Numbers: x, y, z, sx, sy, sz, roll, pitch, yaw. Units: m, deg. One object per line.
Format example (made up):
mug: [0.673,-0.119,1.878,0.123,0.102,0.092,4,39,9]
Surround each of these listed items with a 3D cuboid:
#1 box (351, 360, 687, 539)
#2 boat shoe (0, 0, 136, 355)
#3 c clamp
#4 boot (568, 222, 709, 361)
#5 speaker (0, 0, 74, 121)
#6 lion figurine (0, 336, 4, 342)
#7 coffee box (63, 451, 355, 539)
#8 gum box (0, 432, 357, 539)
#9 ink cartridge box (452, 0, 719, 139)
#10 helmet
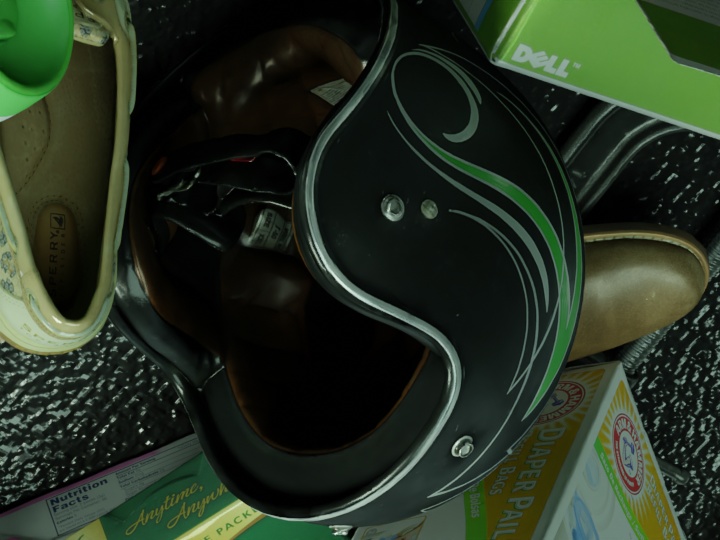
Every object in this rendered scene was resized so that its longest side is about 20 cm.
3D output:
box: [0.065,0.142,1.320,0.101,0.200,0.113,-11,115,25]
boat shoe: [-0.117,-0.070,1.149,0.073,0.063,0.202,-5,85,-18]
c clamp: [0.134,-0.001,1.393,0.170,0.027,0.201,19,118,-26]
boot: [0.066,0.036,1.340,0.199,0.076,0.074,-16,128,1]
speaker: [-0.207,-0.079,1.107,0.199,0.089,0.089,-12,137,29]
lion figurine: [-0.237,0.006,1.185,0.199,0.122,0.073,1,87,-27]
coffee box: [-0.043,0.166,1.346,0.122,0.044,0.200,-31,129,2]
gum box: [-0.079,0.145,1.390,0.199,0.066,0.114,-21,130,-5]
ink cartridge box: [0.126,-0.093,1.200,0.147,0.200,0.076,16,119,-30]
helmet: [0.000,0.000,1.224,0.199,0.200,0.191,-33,118,6]
